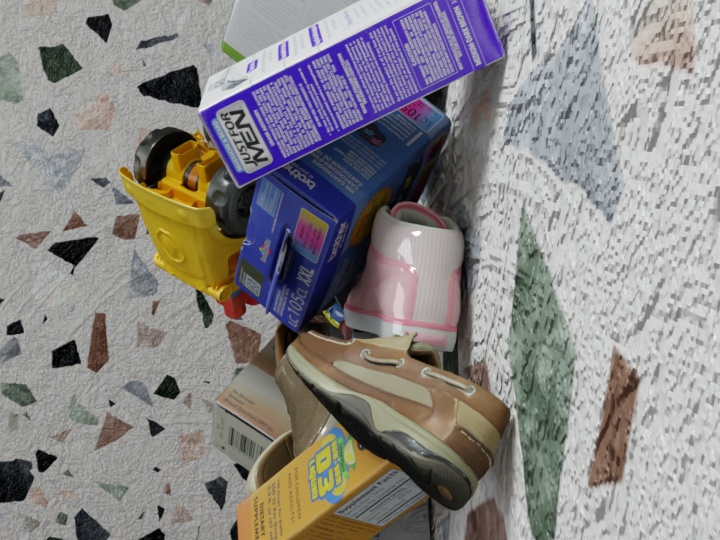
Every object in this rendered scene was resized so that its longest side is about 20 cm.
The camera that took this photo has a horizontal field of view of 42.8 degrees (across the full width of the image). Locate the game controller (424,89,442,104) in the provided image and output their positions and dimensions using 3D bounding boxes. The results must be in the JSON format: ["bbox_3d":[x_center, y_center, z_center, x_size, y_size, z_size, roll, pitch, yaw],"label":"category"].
[{"bbox_3d":[0.043,-0.178,0.859,0.201,0.041,0.106,-104,18,-66],"label":"game controller"}]

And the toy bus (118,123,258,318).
[{"bbox_3d":[-0.115,-0.058,0.916,0.200,0.135,0.194,-40,-42,-35],"label":"toy bus"}]

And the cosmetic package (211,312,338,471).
[{"bbox_3d":[-0.068,0.130,1.031,0.200,0.102,0.088,-49,-19,-41],"label":"cosmetic package"}]

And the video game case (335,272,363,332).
[{"bbox_3d":[0.000,0.000,0.907,0.201,0.019,0.144,62,-159,-50],"label":"video game case"}]

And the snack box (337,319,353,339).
[{"bbox_3d":[-0.007,0.135,0.897,0.072,0.024,0.201,51,-151,-26],"label":"snack box"}]

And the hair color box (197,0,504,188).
[{"bbox_3d":[-0.010,-0.140,0.638,0.110,0.198,0.065,-102,-13,-66],"label":"hair color box"}]

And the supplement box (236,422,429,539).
[{"bbox_3d":[-0.015,0.169,0.705,0.200,0.068,0.067,-42,39,30],"label":"supplement box"}]

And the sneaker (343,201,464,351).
[{"bbox_3d":[0.035,0.002,0.723,0.200,0.074,0.106,-174,89,-80],"label":"sneaker"}]

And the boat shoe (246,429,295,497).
[{"bbox_3d":[-0.054,0.183,0.874,0.073,0.065,0.200,62,-152,2],"label":"boat shoe"}]

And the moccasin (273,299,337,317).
[{"bbox_3d":[-0.050,0.009,0.931,0.202,0.073,0.079,-67,1,-69],"label":"moccasin"}]

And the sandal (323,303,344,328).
[{"bbox_3d":[-0.008,-0.015,1.061,0.202,0.078,0.088,-97,10,-47],"label":"sandal"}]

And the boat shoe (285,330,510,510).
[{"bbox_3d":[0.024,0.081,0.601,0.199,0.074,0.076,27,159,52],"label":"boat shoe"}]

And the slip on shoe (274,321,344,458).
[{"bbox_3d":[-0.050,0.102,0.828,0.076,0.060,0.201,-55,16,23],"label":"slip on shoe"}]

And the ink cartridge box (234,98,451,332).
[{"bbox_3d":[-0.024,-0.047,0.729,0.200,0.076,0.137,-42,-18,-39],"label":"ink cartridge box"}]

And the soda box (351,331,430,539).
[{"bbox_3d":[0.021,0.157,0.799,0.069,0.062,0.202,101,170,-57],"label":"soda box"}]

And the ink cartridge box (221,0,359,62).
[{"bbox_3d":[-0.027,-0.248,0.826,0.076,0.147,0.201,-46,-11,-45],"label":"ink cartridge box"}]
